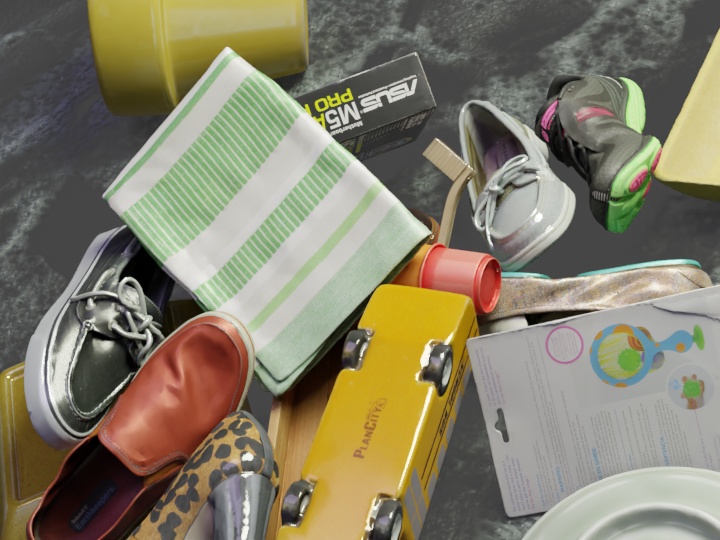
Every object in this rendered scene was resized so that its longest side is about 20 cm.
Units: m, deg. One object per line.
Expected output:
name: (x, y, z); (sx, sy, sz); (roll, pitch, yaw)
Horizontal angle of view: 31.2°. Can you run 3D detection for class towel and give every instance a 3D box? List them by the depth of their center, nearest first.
towel: (-0.071, -0.035, 0.867); (0.153, 0.023, 0.200); (-48, 70, 10)

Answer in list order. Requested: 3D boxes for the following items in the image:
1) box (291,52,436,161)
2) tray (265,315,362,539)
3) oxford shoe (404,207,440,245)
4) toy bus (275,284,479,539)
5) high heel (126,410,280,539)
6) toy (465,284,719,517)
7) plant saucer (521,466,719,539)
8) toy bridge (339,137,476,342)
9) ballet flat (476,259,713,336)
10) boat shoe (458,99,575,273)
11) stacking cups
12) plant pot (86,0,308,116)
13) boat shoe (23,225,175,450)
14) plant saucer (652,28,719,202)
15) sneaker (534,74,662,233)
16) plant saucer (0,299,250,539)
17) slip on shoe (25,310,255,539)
box: (-0.030, -0.105, 1.001); (0.159, 0.044, 0.200); (-20, 0, -3)
tray: (-0.010, 0.112, 0.844); (0.098, 0.037, 0.201); (-3, 50, 11)
oxford shoe: (-0.039, -0.026, 0.997); (0.199, 0.073, 0.071); (-8, 42, 16)
toy bus: (0.014, 0.100, 0.774); (0.065, 0.078, 0.201); (9, 54, 18)
high heel: (-0.132, 0.173, 0.809); (0.199, 0.071, 0.143); (-23, 46, 30)
toy: (0.176, 0.075, 0.795); (0.199, 0.116, 0.047); (-13, 3, 15)
plant saucer: (0.164, 0.183, 0.697); (0.199, 0.050, 0.201); (-11, 46, 12)
toy bridge: (0.016, 0.002, 0.930); (0.067, 0.027, 0.200); (41, 95, 11)
ballet flat: (0.135, 0.034, 0.866); (0.199, 0.068, 0.068); (-6, 67, 20)
boat shoe: (0.106, -0.066, 0.942); (0.074, 0.065, 0.202); (-42, 21, 22)
stacking cups: (0.000, 0.000, 0.884); (0.199, 0.061, 0.061); (9, 50, 26)
plant pot: (-0.144, -0.248, 1.203); (0.188, 0.201, 0.201); (-3, 43, -1)
boat shoe: (-0.168, 0.037, 0.895); (0.068, 0.074, 0.200); (-19, 30, 27)
plant saucer: (0.338, -0.108, 0.931); (0.199, 0.049, 0.200); (9, 51, 31)
sneaker: (0.167, -0.089, 0.941); (0.083, 0.077, 0.200); (14, 26, -3)
plant saucer: (-0.184, 0.108, 0.930); (0.199, 0.049, 0.200); (-24, 41, 0)
slip on shoe: (-0.140, 0.111, 0.825); (0.074, 0.061, 0.200); (41, 87, 5)
